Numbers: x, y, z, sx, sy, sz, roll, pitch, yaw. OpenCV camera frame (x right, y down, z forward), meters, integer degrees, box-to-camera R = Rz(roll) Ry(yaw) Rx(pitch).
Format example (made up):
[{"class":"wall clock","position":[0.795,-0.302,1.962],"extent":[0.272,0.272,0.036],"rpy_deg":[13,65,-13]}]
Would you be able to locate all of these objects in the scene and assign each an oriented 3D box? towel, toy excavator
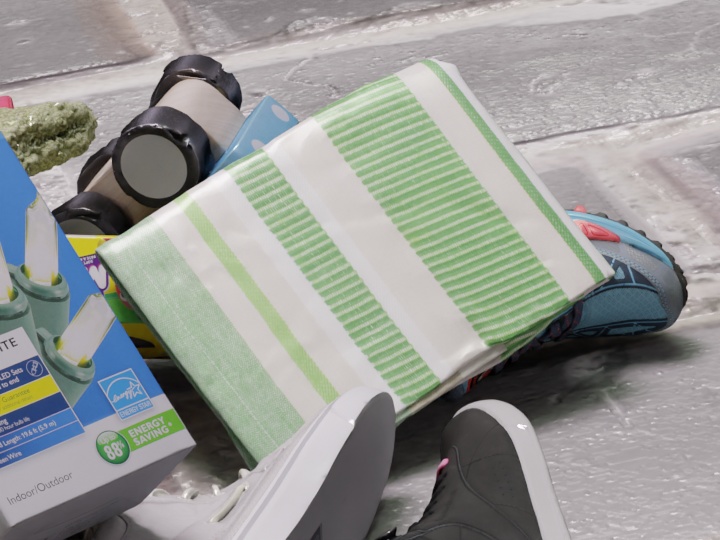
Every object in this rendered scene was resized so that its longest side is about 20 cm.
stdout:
[{"class":"towel","position":[-0.233,-0.043,1.455],"extent":[0.148,0.037,0.200],"rpy_deg":[-7,12,38]},{"class":"towel","position":[0.000,0.000,1.411],"extent":[0.199,0.153,0.023],"rpy_deg":[-33,-12,-19]},{"class":"toy excavator","position":[-0.036,-0.026,1.568],"extent":[0.195,0.200,0.100],"rpy_deg":[-46,9,25]}]

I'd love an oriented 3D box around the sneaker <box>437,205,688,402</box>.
[{"class":"sneaker","position":[0.060,0.028,1.466],"extent":[0.199,0.080,0.096],"rpy_deg":[-1,50,3]}]

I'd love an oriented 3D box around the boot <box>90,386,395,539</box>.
[{"class":"boot","position":[-0.058,0.104,1.292],"extent":[0.095,0.074,0.200],"rpy_deg":[10,29,19]}]

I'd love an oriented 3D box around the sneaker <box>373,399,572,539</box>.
[{"class":"sneaker","position":[0.030,0.114,1.250],"extent":[0.098,0.071,0.200],"rpy_deg":[-4,27,-7]}]

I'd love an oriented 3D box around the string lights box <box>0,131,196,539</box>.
[{"class":"string lights box","position":[-0.166,0.017,1.225],"extent":[0.102,0.201,0.059],"rpy_deg":[-22,-15,-43]}]

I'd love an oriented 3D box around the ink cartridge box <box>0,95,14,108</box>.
[{"class":"ink cartridge box","position":[-0.244,-0.014,1.600],"extent":[0.144,0.085,0.200],"rpy_deg":[-10,23,-5]}]

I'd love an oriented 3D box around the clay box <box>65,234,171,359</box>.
[{"class":"clay box","position":[-0.146,0.014,1.456],"extent":[0.199,0.048,0.115],"rpy_deg":[0,-10,-9]}]

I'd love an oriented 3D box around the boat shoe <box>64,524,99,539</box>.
[{"class":"boat shoe","position":[-0.160,0.133,1.257],"extent":[0.073,0.075,0.200],"rpy_deg":[-1,23,13]}]
